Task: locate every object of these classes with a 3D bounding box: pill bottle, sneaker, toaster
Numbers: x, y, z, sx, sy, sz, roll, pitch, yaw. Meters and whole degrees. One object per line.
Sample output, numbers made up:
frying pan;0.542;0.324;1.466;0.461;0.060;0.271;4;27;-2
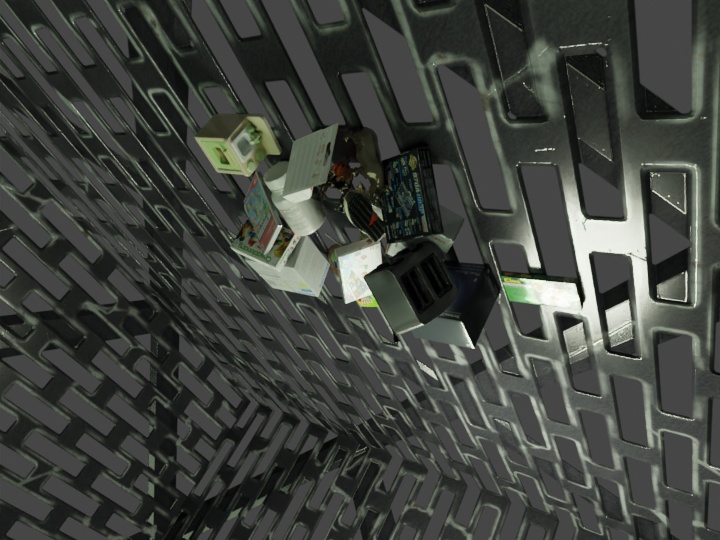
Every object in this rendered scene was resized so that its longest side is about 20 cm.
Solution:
pill bottle;-0.192;-0.208;1.660;0.113;0.115;0.201;6;141;39
sneaker;-0.006;-0.146;1.449;0.093;0.071;0.200;38;178;36
toaster;0.128;0.048;1.427;0.118;0.180;0.202;-25;95;52

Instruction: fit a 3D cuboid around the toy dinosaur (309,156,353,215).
toy dinosaur;-0.060;-0.227;1.450;0.101;0.138;0.200;25;-177;14

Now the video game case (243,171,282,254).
video game case;-0.292;-0.170;1.709;0.143;0.017;0.202;-53;53;47

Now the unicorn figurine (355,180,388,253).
unicorn figurine;0.060;-0.159;1.541;0.201;0.074;0.137;53;158;-6

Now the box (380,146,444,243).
box;0.111;-0.173;1.364;0.158;0.045;0.204;-9;92;51

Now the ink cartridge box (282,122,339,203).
ink cartridge box;-0.114;-0.267;1.444;0.050;0.164;0.198;21;163;-39

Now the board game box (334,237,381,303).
board game box;0.000;0.000;1.626;0.202;0.124;0.035;83;164;-47

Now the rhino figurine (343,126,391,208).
rhino figurine;0.023;-0.244;1.372;0.087;0.059;0.204;-14;92;56

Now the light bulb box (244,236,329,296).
light bulb box;-0.234;-0.026;1.875;0.195;0.127;0.200;9;156;26

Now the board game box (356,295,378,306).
board game box;0.072;0.068;1.839;0.197;0.048;0.102;-2;142;30

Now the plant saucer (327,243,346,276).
plant saucer;-0.029;-0.005;1.889;0.198;0.037;0.202;25;151;15

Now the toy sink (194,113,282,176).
toy sink;-0.340;-0.347;1.600;0.197;0.113;0.131;11;145;34

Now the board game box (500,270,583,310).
board game box;0.467;0.051;1.488;0.197;0.024;0.105;7;144;38

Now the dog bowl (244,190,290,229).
dog bowl;-0.288;-0.185;1.850;0.197;0.059;0.201;24;150;15

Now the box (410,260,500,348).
box;0.247;0.086;1.580;0.198;0.200;0.124;5;142;39

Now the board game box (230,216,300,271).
board game box;-0.296;-0.088;1.781;0.198;0.128;0.035;22;165;30

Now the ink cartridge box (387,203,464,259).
ink cartridge box;0.168;-0.089;1.509;0.144;0.088;0.201;29;152;5

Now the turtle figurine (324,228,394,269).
turtle figurine;0.007;-0.065;1.722;0.191;0.202;0.145;19;128;-24
